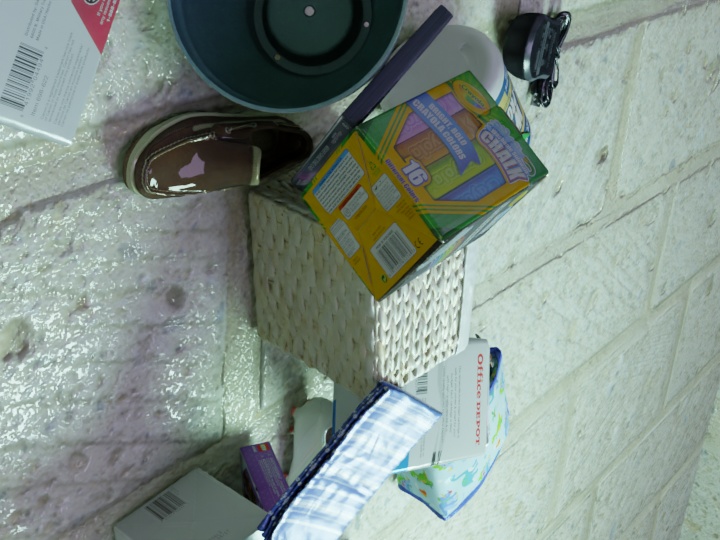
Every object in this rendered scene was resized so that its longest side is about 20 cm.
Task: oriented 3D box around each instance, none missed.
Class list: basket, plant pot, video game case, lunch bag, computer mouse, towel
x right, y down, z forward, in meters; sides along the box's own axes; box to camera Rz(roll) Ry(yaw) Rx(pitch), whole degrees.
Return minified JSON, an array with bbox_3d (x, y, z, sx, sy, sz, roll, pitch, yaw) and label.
[{"bbox_3d":[0.000,0.000,1.075,0.161,0.198,0.201,-30,132,-39],"label":"basket"},{"bbox_3d":[-0.052,-0.233,0.886,0.134,0.199,0.201,-32,140,-81],"label":"plant pot"},{"bbox_3d":[0.005,-0.154,0.948,0.143,0.019,0.200,-50,-174,-19],"label":"video game case"},{"bbox_3d":[0.141,0.224,1.478,0.200,0.127,0.171,-36,136,-26],"label":"lunch bag"},{"bbox_3d":[0.229,-0.296,1.377,0.200,0.052,0.139,-12,117,-67],"label":"computer mouse"},{"bbox_3d":[-0.006,0.208,1.046,0.200,0.024,0.145,-50,146,3],"label":"towel"}]

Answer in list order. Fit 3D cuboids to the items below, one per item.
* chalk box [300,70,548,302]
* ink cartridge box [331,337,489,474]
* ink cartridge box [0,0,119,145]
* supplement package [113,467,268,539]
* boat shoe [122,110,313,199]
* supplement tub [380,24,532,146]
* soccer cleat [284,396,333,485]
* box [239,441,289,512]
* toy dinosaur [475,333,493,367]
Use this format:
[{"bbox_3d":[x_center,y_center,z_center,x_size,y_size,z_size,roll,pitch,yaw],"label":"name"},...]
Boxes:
[{"bbox_3d":[0.072,-0.086,0.920,0.200,0.124,0.124,-32,171,-38],"label":"chalk box"},{"bbox_3d":[0.064,0.155,1.221,0.199,0.084,0.147,2,90,-48],"label":"ink cartridge box"},{"bbox_3d":[-0.266,-0.184,0.671,0.200,0.083,0.146,18,93,-58],"label":"ink cartridge box"},{"bbox_3d":[-0.171,0.340,1.088,0.121,0.119,0.201,-31,133,-42],"label":"supplement package"},{"bbox_3d":[-0.122,-0.108,0.938,0.202,0.075,0.075,-28,130,-46],"label":"boat shoe"},{"bbox_3d":[0.118,-0.171,1.190,0.145,0.144,0.200,-59,147,-13],"label":"supplement tub"},{"bbox_3d":[-0.051,0.249,1.252,0.069,0.077,0.201,-26,129,-47],"label":"soccer cleat"},{"bbox_3d":[-0.098,0.317,1.170,0.039,0.137,0.201,-11,123,-17],"label":"box"},{"bbox_3d":[0.093,0.096,1.379,0.136,0.086,0.200,-59,135,-28],"label":"toy dinosaur"}]
